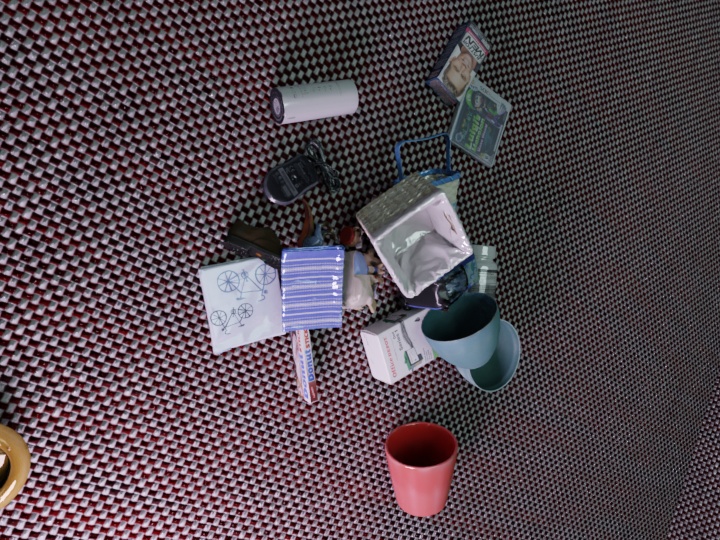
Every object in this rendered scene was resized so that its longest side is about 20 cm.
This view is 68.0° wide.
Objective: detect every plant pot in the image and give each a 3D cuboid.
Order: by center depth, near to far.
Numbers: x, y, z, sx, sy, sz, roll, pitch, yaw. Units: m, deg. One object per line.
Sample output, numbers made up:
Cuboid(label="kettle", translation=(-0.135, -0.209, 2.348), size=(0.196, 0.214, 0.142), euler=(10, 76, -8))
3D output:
Cuboid(label="plant pot", translation=(0.269, 0.169, 1.356), size=(0.199, 0.199, 0.136), euler=(-35, 115, -23))
Cuboid(label="plant pot", translation=(0.163, 0.540, 1.438), size=(0.198, 0.200, 0.180), euler=(-13, 111, -29))
Cuboid(label="plant pot", translation=(0.339, 0.229, 1.532), size=(0.198, 0.134, 0.203), euler=(-4, 97, -31))

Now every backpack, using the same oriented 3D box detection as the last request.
Cuboid(label="backpack", translation=(0.208, 0.006, 1.406), size=(0.199, 0.182, 0.149), euler=(-26, 105, -37))

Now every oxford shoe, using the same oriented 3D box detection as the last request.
Cuboid(label="oxford shoe", translation=(-0.200, -0.057, 1.201), size=(0.198, 0.073, 0.085), euler=(26, 67, -15))

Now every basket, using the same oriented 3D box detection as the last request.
Cuboid(label="basket", translation=(0.121, -0.086, 1.255), size=(0.199, 0.161, 0.199), euler=(-35, 124, 0))
Cuboid(label="basket", translation=(0.166, -0.241, 1.375), size=(0.175, 0.139, 0.203), euler=(-17, 115, -29))

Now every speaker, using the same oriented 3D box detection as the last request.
Cuboid(label="speaker", translation=(-0.104, -0.393, 1.238), size=(0.198, 0.081, 0.082), euler=(-18, 104, -28))

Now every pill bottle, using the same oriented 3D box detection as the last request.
Cuboid(label="pill bottle", translation=(0.329, 0.030, 1.518), size=(0.112, 0.113, 0.203), euler=(3, 93, -31))

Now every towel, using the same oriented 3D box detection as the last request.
Cuboid(label="towel", translation=(-0.105, 0.042, 1.197), size=(0.143, 0.024, 0.203), euler=(-3, 111, -16))

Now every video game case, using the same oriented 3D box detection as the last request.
Cuboid(label="video game case", translation=(0.342, -0.426, 1.533), size=(0.180, 0.023, 0.202), euler=(22, 84, -30))

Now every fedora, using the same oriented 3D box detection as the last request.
Cuboid(label="fedora", translation=(-0.706, 0.348, 0.953), size=(0.199, 0.081, 0.204), euler=(-5, 99, -36))

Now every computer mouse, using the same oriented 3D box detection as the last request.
Cuboid(label="computer mouse", translation=(-0.149, -0.211, 1.248), size=(0.199, 0.052, 0.140), euler=(-33, 101, -33))

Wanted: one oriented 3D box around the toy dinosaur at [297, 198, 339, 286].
Cuboid(label="toy dinosaur", translation=(-0.131, -0.033, 1.283), size=(0.181, 0.105, 0.200), euler=(-43, 81, -10))

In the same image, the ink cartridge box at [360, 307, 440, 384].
Cuboid(label="ink cartridge box", translation=(0.115, 0.190, 1.423), size=(0.198, 0.084, 0.148), euler=(-25, 106, -28))

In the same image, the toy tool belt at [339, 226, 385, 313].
Cuboid(label="toy tool belt", translation=(0.000, 0.000, 1.328), size=(0.122, 0.124, 0.203), euler=(14, 71, -49))

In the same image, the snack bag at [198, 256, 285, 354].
Cuboid(label="snack bag", translation=(-0.262, 0.073, 1.225), size=(0.187, 0.021, 0.203), euler=(-13, 101, -28))

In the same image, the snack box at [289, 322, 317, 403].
Cuboid(label="snack box", translation=(-0.138, 0.211, 1.282), size=(0.024, 0.072, 0.203), euler=(-12, 101, -30))

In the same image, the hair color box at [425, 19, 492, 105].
Cuboid(label="hair color box", translation=(0.269, -0.563, 1.455), size=(0.100, 0.060, 0.201), euler=(36, 77, -28))
